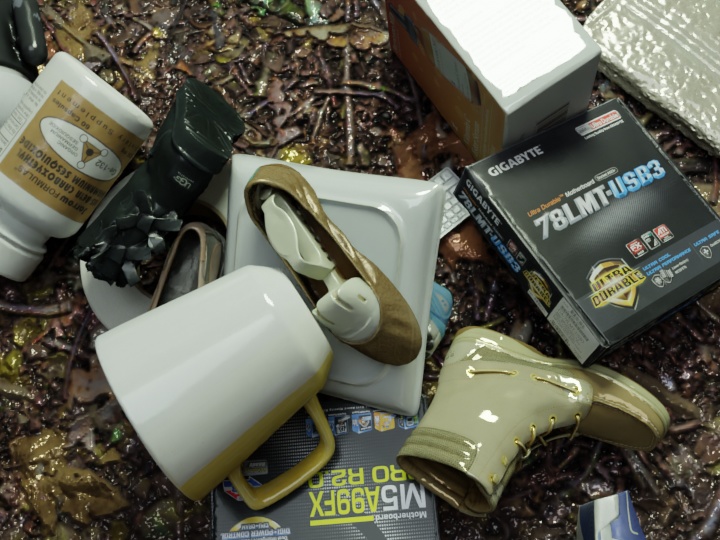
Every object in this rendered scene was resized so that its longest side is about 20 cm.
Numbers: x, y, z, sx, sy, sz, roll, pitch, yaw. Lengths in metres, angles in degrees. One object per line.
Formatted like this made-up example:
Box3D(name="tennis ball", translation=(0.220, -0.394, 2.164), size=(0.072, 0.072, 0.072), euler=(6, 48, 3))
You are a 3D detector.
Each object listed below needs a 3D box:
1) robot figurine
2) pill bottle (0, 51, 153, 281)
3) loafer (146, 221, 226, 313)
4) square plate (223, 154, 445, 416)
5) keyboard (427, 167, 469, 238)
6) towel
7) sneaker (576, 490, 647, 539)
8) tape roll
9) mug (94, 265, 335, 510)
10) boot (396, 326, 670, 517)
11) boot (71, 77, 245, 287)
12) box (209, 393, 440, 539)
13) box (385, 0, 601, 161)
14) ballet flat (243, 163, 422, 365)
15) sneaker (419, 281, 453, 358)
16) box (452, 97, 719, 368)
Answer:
Box3D(name="robot figurine", translation=(-0.392, -0.210, 0.965), size=(0.123, 0.150, 0.202), euler=(-8, 66, -27))
Box3D(name="pill bottle", translation=(-0.300, -0.096, 0.907), size=(0.114, 0.114, 0.201), euler=(38, 91, 17))
Box3D(name="loafer", translation=(-0.167, 0.054, 0.838), size=(0.071, 0.063, 0.203), euler=(11, 82, 5))
Box3D(name="square plate", translation=(-0.035, 0.013, 0.810), size=(0.197, 0.028, 0.201), euler=(10, 100, 18))
Box3D(name="keyboard", translation=(0.026, -0.023, 0.914), size=(0.199, 0.011, 0.056), euler=(-38, 71, -8))
Box3D(name="towel", translation=(0.320, -0.213, 0.941), size=(0.132, 0.035, 0.200), euler=(-44, 73, -9))
Box3D(name="sneaker", translation=(0.245, 0.276, 0.757), size=(0.113, 0.081, 0.203), euler=(-9, 77, -1))
Box3D(name="tape roll", translation=(-0.171, -0.014, 0.917), size=(0.199, 0.037, 0.206), euler=(-2, 71, 5))
Box3D(name="mug", translation=(-0.101, 0.084, 0.764), size=(0.152, 0.187, 0.150), euler=(-33, 57, -7))
Box3D(name="boot", translation=(0.143, 0.140, 0.782), size=(0.198, 0.073, 0.156), euler=(21, 48, 16))
Box3D(name="boot", translation=(-0.183, -0.081, 0.869), size=(0.073, 0.199, 0.163), euler=(37, 108, -19))
Box3D(name="box", translation=(-0.031, 0.198, 0.823), size=(0.197, 0.044, 0.163), euler=(-5, 69, 4))
Box3D(name="box", translation=(0.118, -0.210, 0.896), size=(0.106, 0.153, 0.201), euler=(-33, 70, -6))
Box3D(name="ballet flat", translation=(-0.029, -0.001, 0.752), size=(0.068, 0.072, 0.201), euler=(-37, 85, 21))
Box3D(name="sneaker", translation=(0.000, 0.000, 0.871), size=(0.199, 0.079, 0.090), euler=(37, 46, 10))
Box3D(name="box", translation=(0.216, -0.041, 0.847), size=(0.198, 0.050, 0.200), euler=(-24, 70, -27))
